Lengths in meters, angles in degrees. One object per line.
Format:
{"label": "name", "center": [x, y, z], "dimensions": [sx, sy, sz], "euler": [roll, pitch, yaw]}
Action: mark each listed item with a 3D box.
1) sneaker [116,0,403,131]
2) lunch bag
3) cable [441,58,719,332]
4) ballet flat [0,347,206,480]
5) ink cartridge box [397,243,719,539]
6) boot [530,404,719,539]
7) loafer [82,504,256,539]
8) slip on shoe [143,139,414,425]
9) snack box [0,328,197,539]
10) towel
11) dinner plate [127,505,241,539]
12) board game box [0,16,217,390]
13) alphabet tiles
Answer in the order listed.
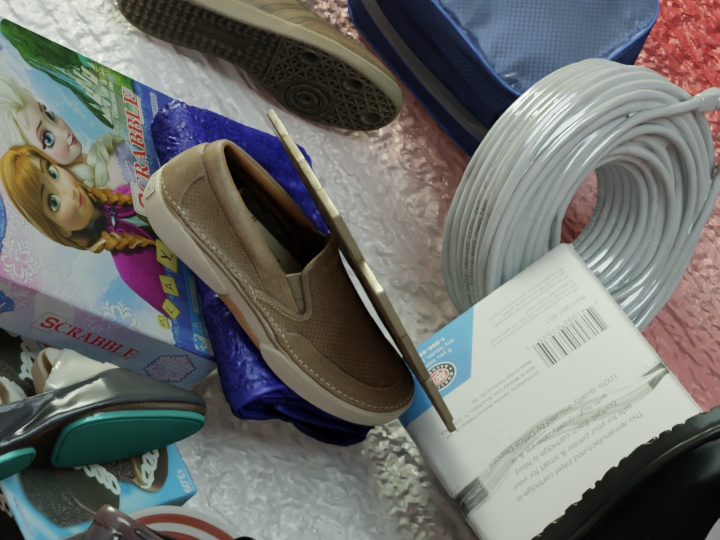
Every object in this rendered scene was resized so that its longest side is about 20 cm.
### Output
{"label": "sneaker", "center": [-0.056, -0.163, 1.685], "dimensions": [0.200, 0.070, 0.076], "euler": [26, 52, -15]}
{"label": "lunch bag", "center": [0.096, -0.165, 1.733], "dimensions": [0.136, 0.132, 0.200], "euler": [-35, 79, -21]}
{"label": "cable", "center": [0.138, -0.036, 1.650], "dimensions": [0.200, 0.200, 0.069], "euler": [4, 21, -45]}
{"label": "ballet flat", "center": [-0.179, 0.078, 1.426], "dimensions": [0.200, 0.073, 0.073], "euler": [-15, 71, -30]}
{"label": "ink cartridge box", "center": [0.122, 0.105, 1.533], "dimensions": [0.145, 0.084, 0.200], "euler": [-35, 49, 0]}
{"label": "boot", "center": [0.168, 0.184, 1.385], "dimensions": [0.158, 0.211, 0.079], "euler": [52, 9, 18]}
{"label": "loafer", "center": [-0.070, 0.167, 1.405], "dimensions": [0.200, 0.072, 0.063], "euler": [14, 87, -44]}
{"label": "slip on shoe", "center": [-0.034, 0.006, 1.483], "dimensions": [0.200, 0.061, 0.076], "euler": [48, 36, -11]}
{"label": "snack box", "center": [-0.187, 0.061, 1.498], "dimensions": [0.116, 0.037, 0.200], "euler": [-17, 72, -38]}
{"label": "towel", "center": [-0.052, 0.000, 1.565], "dimensions": [0.148, 0.049, 0.200], "euler": [23, 45, -61]}
{"label": "dinner plate", "center": [-0.097, 0.228, 1.431], "dimensions": [0.200, 0.024, 0.201], "euler": [24, 58, -44]}
{"label": "board game box", "center": [-0.177, -0.047, 1.509], "dimensions": [0.199, 0.041, 0.200], "euler": [23, 42, -41]}
{"label": "alphabet tiles", "center": [0.000, 0.000, 1.502], "dimensions": [0.006, 0.167, 0.200], "euler": [-29, 35, -2]}
